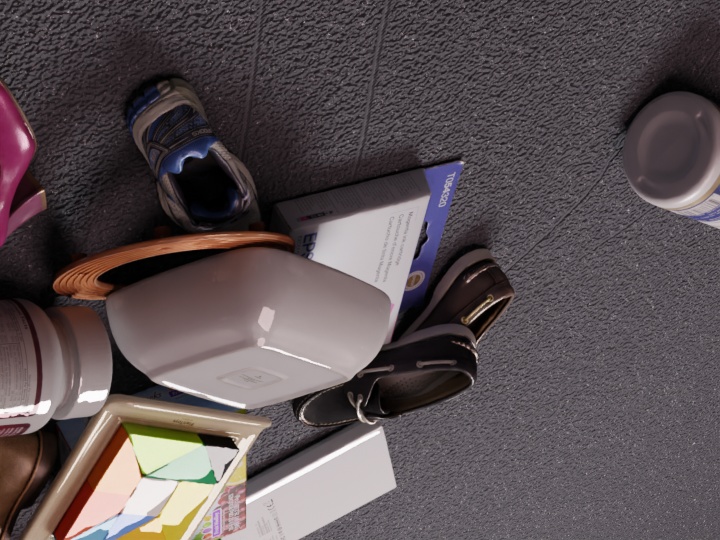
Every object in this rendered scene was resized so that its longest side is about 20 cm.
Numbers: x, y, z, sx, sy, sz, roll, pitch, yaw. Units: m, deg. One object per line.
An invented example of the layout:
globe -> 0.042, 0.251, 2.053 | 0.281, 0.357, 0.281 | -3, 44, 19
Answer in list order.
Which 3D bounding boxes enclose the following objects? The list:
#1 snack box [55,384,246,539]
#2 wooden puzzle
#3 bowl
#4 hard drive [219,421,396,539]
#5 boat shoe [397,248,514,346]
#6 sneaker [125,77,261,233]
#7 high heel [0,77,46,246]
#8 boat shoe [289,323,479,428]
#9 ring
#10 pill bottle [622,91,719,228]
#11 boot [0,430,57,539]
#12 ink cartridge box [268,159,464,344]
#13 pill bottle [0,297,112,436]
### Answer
snack box -> -0.194, 0.196, 1.657 | 0.167, 0.068, 0.201 | -19, 141, -20
wooden puzzle -> -0.193, 0.196, 1.569 | 0.184, 0.037, 0.201 | 13, 122, -45
bowl -> -0.092, 0.056, 1.464 | 0.198, 0.075, 0.199 | -18, 153, 34
hard drive -> -0.060, 0.237, 1.855 | 0.199, 0.027, 0.132 | -27, 145, -10
boat shoe -> 0.087, 0.070, 1.741 | 0.071, 0.060, 0.201 | -6, 138, -45
sneaker -> -0.123, -0.061, 1.389 | 0.077, 0.085, 0.200 | -33, 146, 0
high heel -> -0.282, -0.074, 1.252 | 0.096, 0.067, 0.201 | -34, 151, -18
boat shoe -> 0.022, 0.115, 1.698 | 0.198, 0.061, 0.074 | -18, 130, 13
ring -> -0.150, -0.008, 1.417 | 0.198, 0.019, 0.201 | -9, 169, -2
pill bottle -> 0.352, -0.100, 1.714 | 0.199, 0.111, 0.111 | 14, 124, -48
boot -> -0.344, 0.214, 1.571 | 0.075, 0.074, 0.201 | 17, 119, -26
ink cartridge box -> 0.000, 0.000, 1.605 | 0.198, 0.043, 0.197 | -14, 141, -25
pill bottle -> -0.304, 0.078, 1.386 | 0.198, 0.110, 0.110 | -3, 135, -38
